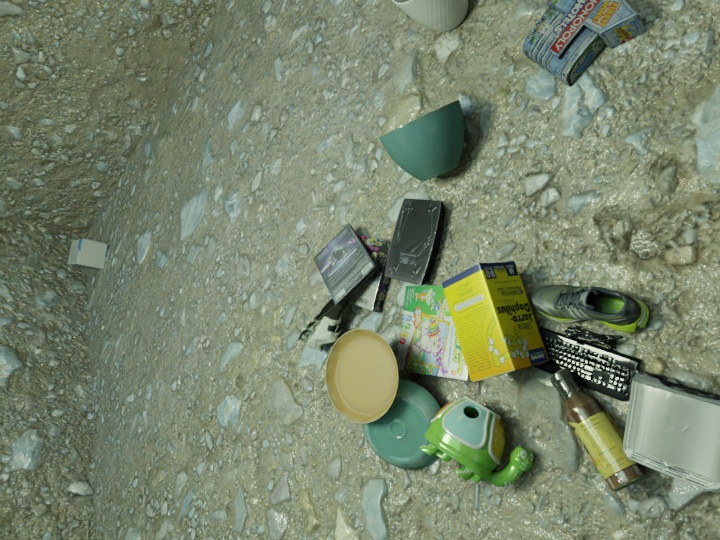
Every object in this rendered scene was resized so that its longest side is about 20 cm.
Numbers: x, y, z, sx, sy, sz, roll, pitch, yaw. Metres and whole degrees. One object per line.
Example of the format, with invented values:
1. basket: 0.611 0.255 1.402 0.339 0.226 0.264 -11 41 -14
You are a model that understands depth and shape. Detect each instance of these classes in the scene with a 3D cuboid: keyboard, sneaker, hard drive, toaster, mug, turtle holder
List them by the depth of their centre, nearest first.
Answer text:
1. toaster: 0.472 0.230 0.744 0.199 0.113 0.131 12 89 45
2. sneaker: 0.391 0.053 0.896 0.199 0.081 0.075 4 71 45
3. keyboard: 0.385 0.148 0.911 0.199 0.039 0.105 17 92 46
4. turtle holder: 0.216 0.323 0.965 0.185 0.141 0.133 18 74 56
5. hard drive: 0.134 -0.070 1.232 0.134 0.042 0.202 12 87 47
6. mug: 0.171 -0.697 1.281 0.148 0.174 0.200 -55 46 19
7. sneaker: -0.075 0.142 1.367 0.200 0.088 0.074 -48 10 29

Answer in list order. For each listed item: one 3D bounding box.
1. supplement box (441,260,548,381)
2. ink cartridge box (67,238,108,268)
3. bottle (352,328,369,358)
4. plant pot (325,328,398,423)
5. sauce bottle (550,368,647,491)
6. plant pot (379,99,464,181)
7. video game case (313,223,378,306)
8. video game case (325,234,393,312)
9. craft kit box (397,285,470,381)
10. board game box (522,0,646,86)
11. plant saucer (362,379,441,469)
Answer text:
1. supplement box: 0.254 0.095 0.974 0.109 0.108 0.202 -33 67 50
2. ink cartridge box: -1.566 -0.092 2.929 0.199 0.145 0.149 0 79 46
3. bottle: 0.040 0.235 1.173 0.083 0.065 0.202 -25 85 21
4. plant pot: 0.006 0.230 1.121 0.198 0.027 0.203 -7 78 37
5. sauce bottle: 0.390 0.260 0.856 0.065 0.064 0.201 -45 49 27
6. plant pot: 0.159 -0.289 1.188 0.199 0.200 0.136 -13 106 43
7. video game case: -0.044 -0.019 1.341 0.143 0.019 0.201 -44 41 12
8. video game case: 0.000 0.000 1.356 0.199 0.036 0.183 14 89 47
9. craft kit box: 0.175 0.134 1.132 0.196 0.048 0.203 -2 77 43
10. board game box: 0.447 -0.486 1.016 0.200 0.061 0.201 -51 47 23
11. plant saucer: 0.086 0.340 1.106 0.198 0.036 0.203 3 97 25
